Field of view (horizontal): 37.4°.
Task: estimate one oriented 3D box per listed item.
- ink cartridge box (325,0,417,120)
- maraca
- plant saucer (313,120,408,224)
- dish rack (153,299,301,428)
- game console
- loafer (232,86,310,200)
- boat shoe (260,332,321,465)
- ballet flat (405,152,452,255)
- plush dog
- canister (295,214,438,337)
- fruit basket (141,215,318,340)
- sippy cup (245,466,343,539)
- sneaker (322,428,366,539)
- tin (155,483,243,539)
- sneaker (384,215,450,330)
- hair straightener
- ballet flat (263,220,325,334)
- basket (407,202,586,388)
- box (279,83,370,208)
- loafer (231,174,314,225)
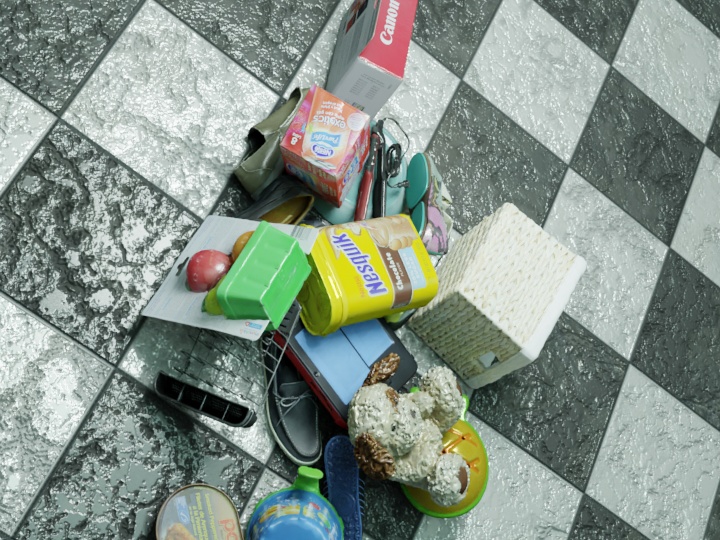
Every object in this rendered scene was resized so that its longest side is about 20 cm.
[{"bbox_3d":[0.026,-0.355,1.638,0.083,0.176,0.203,23,55,-17],"label":"ink cartridge box"},{"bbox_3d":[0.115,0.261,1.555,0.134,0.108,0.203,-6,61,-6],"label":"maraca"},{"bbox_3d":[-0.001,-0.160,1.664,0.197,0.036,0.204,9,71,-25],"label":"plant saucer"},{"bbox_3d":[-0.171,0.102,1.429,0.151,0.055,0.203,18,75,22],"label":"dish rack"},{"bbox_3d":[-0.020,0.107,1.515,0.176,0.031,0.201,-39,94,-39],"label":"game console"},{"bbox_3d":[-0.128,-0.202,1.588,0.069,0.075,0.202,34,62,-18],"label":"loafer"},{"bbox_3d":[-0.094,0.173,1.497,0.073,0.062,0.204,-7,78,-30],"label":"boat shoe"},{"bbox_3d":[0.108,-0.095,1.634,0.070,0.069,0.202,23,42,-22],"label":"ballet flat"},{"bbox_3d":[0.045,0.216,1.437,0.171,0.159,0.203,41,38,-39],"label":"plush dog"},{"bbox_3d":[0.000,0.000,1.505,0.197,0.087,0.150,-11,67,-37],"label":"canister"},{"bbox_3d":[-0.170,0.008,1.418,0.187,0.197,0.094,-61,138,-31],"label":"fruit basket"},{"bbox_3d":[-0.086,0.357,1.378,0.138,0.130,0.181,-22,87,-5],"label":"sippy cup"},{"bbox_3d":[-0.022,0.323,1.485,0.069,0.078,0.204,6,92,11],"label":"sneaker"},{"bbox_3d":[-0.202,0.380,1.382,0.110,0.042,0.204,-11,79,-15],"label":"tin"},{"bbox_3d":[0.065,0.001,1.633,0.089,0.078,0.202,28,58,-8],"label":"sneaker"},{"bbox_3d":[0.038,-0.147,1.643,0.076,0.041,0.203,18,63,-22],"label":"hair straightener"},{"bbox_3d":[-0.118,0.005,1.539,0.073,0.073,0.201,38,64,-11],"label":"ballet flat"},{"bbox_3d":[0.201,0.042,1.616,0.160,0.198,0.201,37,62,-7],"label":"basket"},{"bbox_3d":[-0.048,-0.172,1.516,0.094,0.200,0.101,28,82,4],"label":"box"},{"bbox_3d":[-0.144,-0.052,1.510,0.201,0.072,0.073,-51,122,-9],"label":"loafer"}]
